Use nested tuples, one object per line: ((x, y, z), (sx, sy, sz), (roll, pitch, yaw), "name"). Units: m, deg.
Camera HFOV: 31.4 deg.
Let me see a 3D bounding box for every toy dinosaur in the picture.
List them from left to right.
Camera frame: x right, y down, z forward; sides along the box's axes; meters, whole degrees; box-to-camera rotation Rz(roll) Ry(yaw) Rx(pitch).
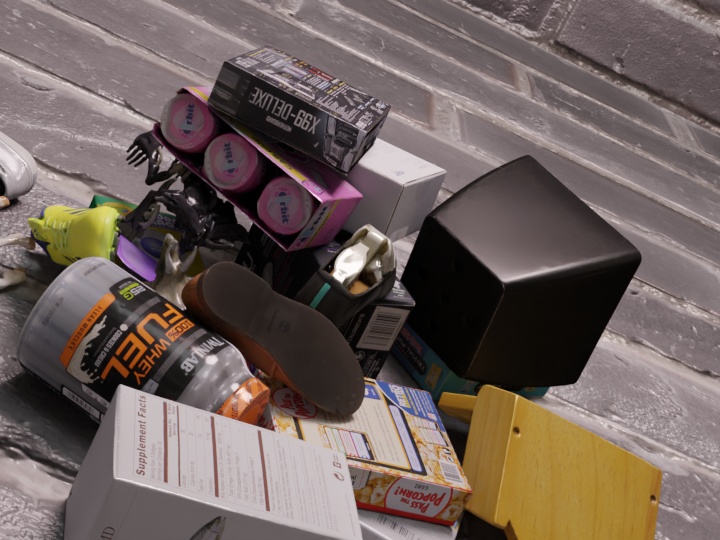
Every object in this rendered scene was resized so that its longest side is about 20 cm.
((-0.159, 0.061, 1.224), (0.102, 0.077, 0.200), (16, -38, 59), "toy dinosaur")

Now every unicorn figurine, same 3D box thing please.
((-0.379, -0.028, 1.208), (0.137, 0.074, 0.200), (-1, 21, -47), "unicorn figurine")

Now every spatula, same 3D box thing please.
((-0.159, 0.016, 1.294), (0.199, 0.021, 0.057), (22, 22, -21), "spatula")

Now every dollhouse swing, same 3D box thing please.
((0.168, 0.222, 1.298), (0.199, 0.176, 0.183), (28, 62, -26), "dollhouse swing")

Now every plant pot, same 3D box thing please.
((0.156, 0.013, 1.437), (0.177, 0.201, 0.200), (-12, 46, -40), "plant pot")

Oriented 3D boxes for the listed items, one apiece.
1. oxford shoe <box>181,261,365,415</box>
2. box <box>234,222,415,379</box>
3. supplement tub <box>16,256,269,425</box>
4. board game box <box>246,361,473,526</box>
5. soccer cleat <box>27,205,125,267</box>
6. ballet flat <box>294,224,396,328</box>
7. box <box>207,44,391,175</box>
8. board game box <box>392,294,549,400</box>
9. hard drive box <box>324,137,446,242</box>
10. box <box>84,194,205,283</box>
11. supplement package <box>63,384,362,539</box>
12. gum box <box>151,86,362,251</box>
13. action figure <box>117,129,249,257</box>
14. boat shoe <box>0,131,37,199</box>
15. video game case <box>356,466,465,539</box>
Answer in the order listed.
((-0.077, 0.063, 1.162), (0.200, 0.071, 0.072), (41, 59, -21), "oxford shoe")
((-0.045, 0.018, 1.393), (0.106, 0.123, 0.200), (10, 31, -34), "box")
((-0.185, 0.087, 1.112), (0.199, 0.123, 0.123), (33, 25, 10), "supplement tub")
((-0.008, 0.156, 1.205), (0.199, 0.046, 0.152), (16, 27, -24), "board game box")
((-0.275, -0.032, 1.219), (0.083, 0.065, 0.200), (15, -5, -19), "soccer cleat")
((0.000, 0.000, 1.251), (0.068, 0.069, 0.200), (32, 27, 5), "ballet flat")
((-0.058, -0.172, 1.333), (0.157, 0.050, 0.200), (27, 17, 0), "box")
((0.122, 0.087, 1.528), (0.199, 0.047, 0.151), (3, 35, -43), "board game box")
((-0.025, -0.112, 1.425), (0.199, 0.077, 0.156), (27, 18, 15), "hard drive box")
((-0.225, -0.012, 1.353), (0.117, 0.049, 0.200), (15, 26, -30), "box")
((-0.116, 0.191, 0.989), (0.199, 0.117, 0.118), (19, 26, -19), "supplement package")
((-0.107, -0.110, 1.308), (0.200, 0.066, 0.113), (40, 18, 13), "gum box")
((-0.184, -0.064, 1.326), (0.118, 0.102, 0.200), (21, 27, -31), "action figure")
((-0.439, -0.136, 1.352), (0.200, 0.072, 0.069), (38, 24, -1), "boat shoe")
((0.006, 0.196, 1.225), (0.199, 0.023, 0.182), (29, 24, 3), "video game case")
